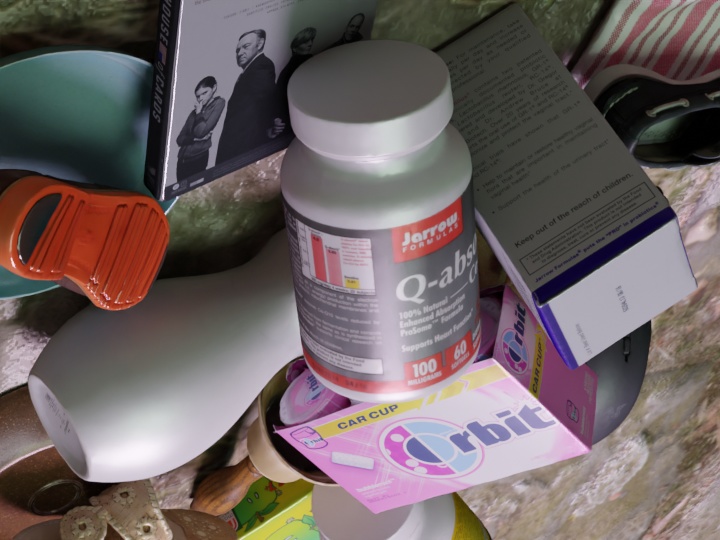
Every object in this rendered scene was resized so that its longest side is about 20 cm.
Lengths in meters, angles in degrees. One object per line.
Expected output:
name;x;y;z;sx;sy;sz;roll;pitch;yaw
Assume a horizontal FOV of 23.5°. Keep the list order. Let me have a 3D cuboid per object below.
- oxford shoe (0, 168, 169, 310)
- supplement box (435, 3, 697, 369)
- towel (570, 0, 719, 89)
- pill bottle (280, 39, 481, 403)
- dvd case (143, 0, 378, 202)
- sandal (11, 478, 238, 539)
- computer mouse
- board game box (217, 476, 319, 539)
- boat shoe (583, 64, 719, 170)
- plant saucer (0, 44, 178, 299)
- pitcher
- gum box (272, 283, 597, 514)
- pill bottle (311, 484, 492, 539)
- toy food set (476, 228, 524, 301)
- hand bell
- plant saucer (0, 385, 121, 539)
oxford shoe;-0.173;-0.026;1.004;0.071;0.072;0.200;-67;159;-3
supplement box;0.116;-0.056;1.107;0.103;0.200;0.101;-33;148;1
towel;0.235;-0.149;1.236;0.200;0.030;0.147;-6;139;-33
pill bottle;0.012;-0.029;1.045;0.116;0.116;0.200;-20;129;-17
dvd case;-0.051;-0.140;0.992;0.150;0.025;0.200;-26;147;-31
sandal;-0.164;0.177;1.264;0.211;0.078;0.070;6;113;-51
computer mouse;0.157;0.030;1.222;0.140;0.046;0.201;10;95;-35
board game box;-0.024;0.178;1.444;0.200;0.048;0.102;-33;147;3
boat shoe;0.236;-0.100;1.217;0.200;0.060;0.076;-6;133;-37
plant saucer;-0.191;-0.060;1.013;0.200;0.027;0.200;-21;146;-15
pitcher;-0.120;0.067;1.174;0.200;0.121;0.172;-29;164;-24
gum box;0.048;0.093;1.188;0.200;0.066;0.113;-22;130;34
pill bottle;0.033;0.212;1.388;0.112;0.113;0.200;-32;148;2
toy food set;0.118;0.002;1.248;0.198;0.049;0.201;0;101;-33
hand bell;-0.080;0.149;1.337;0.104;0.104;0.200;-3;157;-36
plant saucer;-0.227;0.153;1.260;0.200;0.037;0.201;-21;146;-15
